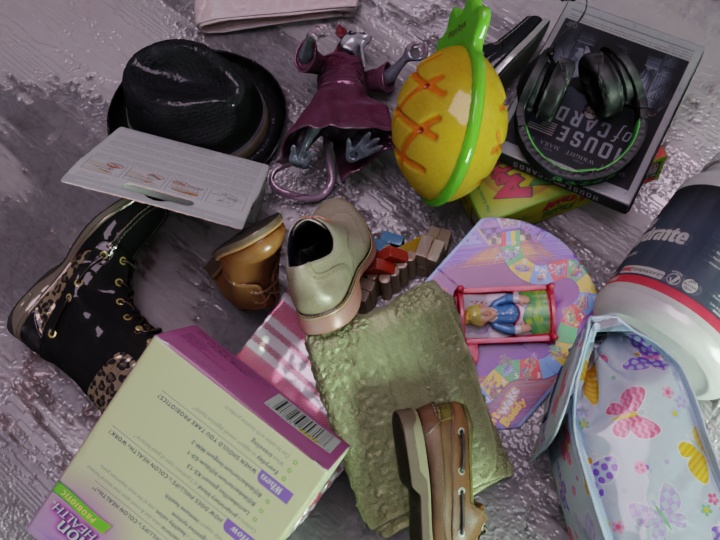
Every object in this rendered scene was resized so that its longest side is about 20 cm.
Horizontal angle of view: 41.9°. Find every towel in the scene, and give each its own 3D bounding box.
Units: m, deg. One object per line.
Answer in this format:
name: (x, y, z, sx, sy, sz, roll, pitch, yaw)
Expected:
towel: (-0.100, -0.374, 1.106, 0.189, 0.032, 0.201, -4, 67, 2)
towel: (0.041, 0.123, 0.834, 0.147, 0.036, 0.201, -22, 98, -9)
towel: (-0.071, 0.134, 0.855, 0.146, 0.030, 0.200, 39, 84, 6)

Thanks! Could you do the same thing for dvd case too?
dvd case: (0.236, -0.168, 0.941, 0.150, 0.025, 0.201, 25, 70, 15)

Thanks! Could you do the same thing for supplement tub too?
supplement tub: (0.318, 0.002, 0.849, 0.140, 0.141, 0.200, 36, 74, 18)

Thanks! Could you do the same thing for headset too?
headset: (0.205, -0.183, 0.886, 0.122, 0.094, 0.202, -3, 77, 4)

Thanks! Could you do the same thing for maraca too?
maraca: (0.087, -0.160, 0.890, 0.106, 0.137, 0.202, 10, 84, -19)

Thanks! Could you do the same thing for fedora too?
fedora: (-0.180, -0.180, 0.995, 0.199, 0.092, 0.202, -2, 67, 4)

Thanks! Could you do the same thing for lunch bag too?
lunch bag: (0.209, 0.149, 0.774, 0.126, 0.170, 0.201, -13, 74, -1)

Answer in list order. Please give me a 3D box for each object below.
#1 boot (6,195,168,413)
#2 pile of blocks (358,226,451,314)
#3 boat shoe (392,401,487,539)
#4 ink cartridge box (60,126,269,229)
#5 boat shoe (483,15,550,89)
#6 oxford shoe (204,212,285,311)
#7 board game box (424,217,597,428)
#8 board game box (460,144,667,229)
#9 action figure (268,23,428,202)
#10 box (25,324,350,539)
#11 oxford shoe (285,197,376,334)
boot: (-0.230, 0.031, 0.919, 0.150, 0.073, 0.200, 41, 79, 20)
pile of blocks: (0.000, 0.000, 0.919, 0.199, 0.062, 0.082, -32, 68, -9)
boat shoe: (0.076, 0.211, 0.791, 0.067, 0.072, 0.202, -8, 95, -10)
ink cartridge box: (-0.175, -0.073, 0.875, 0.159, 0.200, 0.048, 15, 111, -5)
boat shoe: (0.121, -0.206, 0.991, 0.060, 0.076, 0.200, 40, 74, 13)
oxford shoe: (-0.093, -0.003, 0.859, 0.071, 0.200, 0.072, -31, 88, -16)
board game box: (0.130, 0.047, 0.875, 0.158, 0.039, 0.200, 42, 85, 8)
board game box: (0.196, -0.113, 0.959, 0.199, 0.048, 0.102, -20, 67, -4)
action figure: (-0.013, -0.181, 0.997, 0.133, 0.149, 0.201, 15, 46, -15)
box: (-0.140, 0.180, 0.782, 0.175, 0.097, 0.201, 36, 97, 7)
oxford shoe: (-0.029, -0.027, 0.858, 0.070, 0.074, 0.200, -16, 29, 9)
